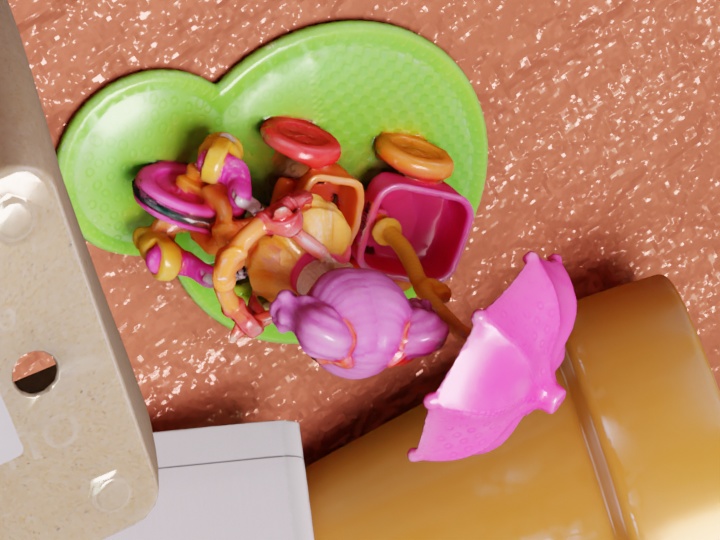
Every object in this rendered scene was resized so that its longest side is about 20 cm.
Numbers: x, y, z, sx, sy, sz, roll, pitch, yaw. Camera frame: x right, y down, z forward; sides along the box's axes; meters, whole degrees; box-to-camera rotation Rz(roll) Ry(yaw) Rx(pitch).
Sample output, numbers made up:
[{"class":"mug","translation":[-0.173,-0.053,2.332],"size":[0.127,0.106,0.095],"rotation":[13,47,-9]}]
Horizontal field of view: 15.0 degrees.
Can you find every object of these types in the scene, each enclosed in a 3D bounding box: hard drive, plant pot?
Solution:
[{"class":"hard drive","translation":[-0.079,0.154,1.096],"size":[0.132,0.200,0.027],"rotation":[-5,144,-4]},{"class":"plant pot","translation":[0.074,0.123,1.197],"size":[0.183,0.200,0.200],"rotation":[-17,125,1]},{"class":"plant pot","translation":[-0.173,0.017,0.908],"size":[0.200,0.177,0.200],"rotation":[-24,120,-14]}]

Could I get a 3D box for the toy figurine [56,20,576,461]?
[{"class":"toy figurine","translation":[0.000,0.000,1.079],"size":[0.200,0.184,0.150],"rotation":[8,113,-30]}]
